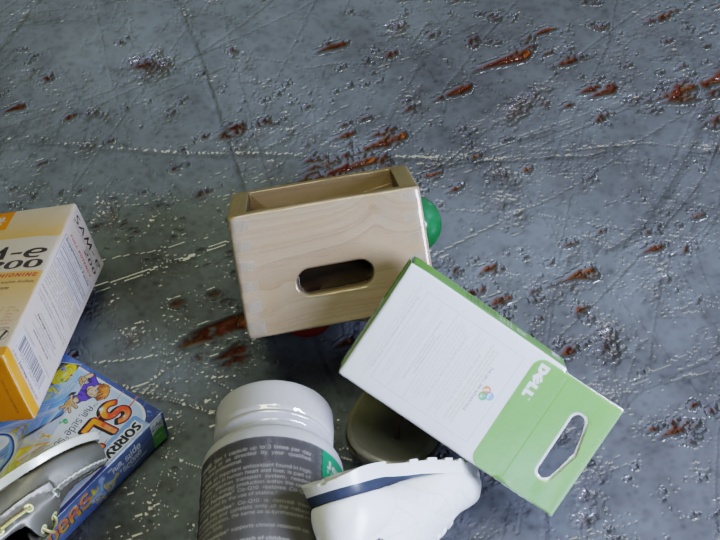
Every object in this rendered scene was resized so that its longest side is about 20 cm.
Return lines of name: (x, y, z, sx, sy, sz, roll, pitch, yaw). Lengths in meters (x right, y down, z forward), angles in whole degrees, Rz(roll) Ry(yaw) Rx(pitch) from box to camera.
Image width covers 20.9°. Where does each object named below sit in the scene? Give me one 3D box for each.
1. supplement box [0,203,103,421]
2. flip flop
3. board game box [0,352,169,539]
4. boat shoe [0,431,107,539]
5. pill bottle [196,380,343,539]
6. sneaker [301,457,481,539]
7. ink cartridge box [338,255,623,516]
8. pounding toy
supplement box: (-0.311, 0.037, 1.649, 0.125, 0.074, 0.200, -7, 38, 18)
flip flop: (0.048, 0.085, 1.605, 0.081, 0.058, 0.200, 19, 52, 20)
board game box: (-0.272, 0.161, 1.591, 0.135, 0.035, 0.200, 27, 57, 27)
boat shoe: (-0.271, 0.192, 1.496, 0.201, 0.072, 0.060, -32, 81, -34)
pill bottle: (-0.068, 0.190, 1.488, 0.112, 0.113, 0.201, -4, 48, 4)
sneaker: (0.029, 0.187, 1.471, 0.076, 0.200, 0.081, -25, 76, 34)
ink cartridge box: (0.093, 0.088, 1.514, 0.200, 0.059, 0.104, 34, 96, 0)
pounding toy: (0.000, 0.000, 1.620, 0.199, 0.143, 0.184, -9, 10, -1)
